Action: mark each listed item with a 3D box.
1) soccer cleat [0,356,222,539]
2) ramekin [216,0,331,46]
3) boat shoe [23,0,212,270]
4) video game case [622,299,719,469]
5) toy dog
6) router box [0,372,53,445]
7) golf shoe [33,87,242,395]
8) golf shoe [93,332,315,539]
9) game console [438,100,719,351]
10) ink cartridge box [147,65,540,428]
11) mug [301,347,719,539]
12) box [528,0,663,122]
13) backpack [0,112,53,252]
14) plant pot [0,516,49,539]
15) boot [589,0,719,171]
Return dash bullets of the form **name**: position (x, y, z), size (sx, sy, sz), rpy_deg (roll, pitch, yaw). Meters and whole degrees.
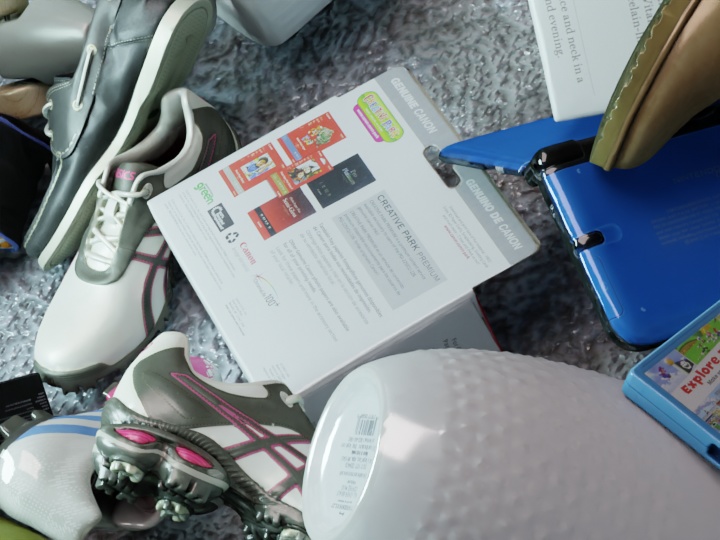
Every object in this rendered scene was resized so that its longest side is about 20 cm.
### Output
- **soccer cleat**: position (-0.124, 0.106, 1.602), size (0.086, 0.070, 0.200), rpy_deg (37, 30, 19)
- **ramekin**: position (-0.085, -0.234, 1.834), size (0.098, 0.200, 0.200), rpy_deg (-47, 46, -5)
- **boat shoe**: position (-0.160, -0.093, 1.779), size (0.068, 0.072, 0.200), rpy_deg (31, 109, 12)
- **video game case**: position (0.243, 0.084, 1.408), size (0.200, 0.018, 0.143), rpy_deg (39, 45, 18)
- **toy dog**: position (-0.165, -0.154, 1.872), size (0.200, 0.132, 0.096), rpy_deg (15, 29, 28)
- **router box**: position (-0.271, 0.112, 1.631), size (0.157, 0.200, 0.052), rpy_deg (-19, 89, 12)
- **golf shoe**: position (-0.143, -0.019, 1.747), size (0.077, 0.088, 0.200), rpy_deg (16, 61, 34)
- **golf shoe**: position (-0.038, 0.105, 1.512), size (0.088, 0.200, 0.077), rpy_deg (-67, 11, -24)
- **game console**: position (0.173, -0.038, 1.591), size (0.200, 0.118, 0.171), rpy_deg (-16, 73, -24)
- **ink cartridge box**: position (0.000, 0.000, 1.657), size (0.175, 0.084, 0.200), rpy_deg (-30, 45, -3)
- **mug**: position (0.060, 0.107, 1.439), size (0.148, 0.175, 0.200), rpy_deg (-70, 22, 5)
- **box**: position (0.166, -0.201, 1.617), size (0.131, 0.199, 0.200), rpy_deg (-11, 7, 18)
- **backpack**: position (-0.315, -0.070, 1.823), size (0.190, 0.200, 0.154), rpy_deg (15, 73, 40)
- **plant pot**: position (-0.203, 0.205, 1.530), size (0.187, 0.187, 0.200), rpy_deg (-34, 29, -4)
- **boot**: position (0.239, -0.086, 1.483), size (0.200, 0.066, 0.175), rpy_deg (29, 101, 1)
